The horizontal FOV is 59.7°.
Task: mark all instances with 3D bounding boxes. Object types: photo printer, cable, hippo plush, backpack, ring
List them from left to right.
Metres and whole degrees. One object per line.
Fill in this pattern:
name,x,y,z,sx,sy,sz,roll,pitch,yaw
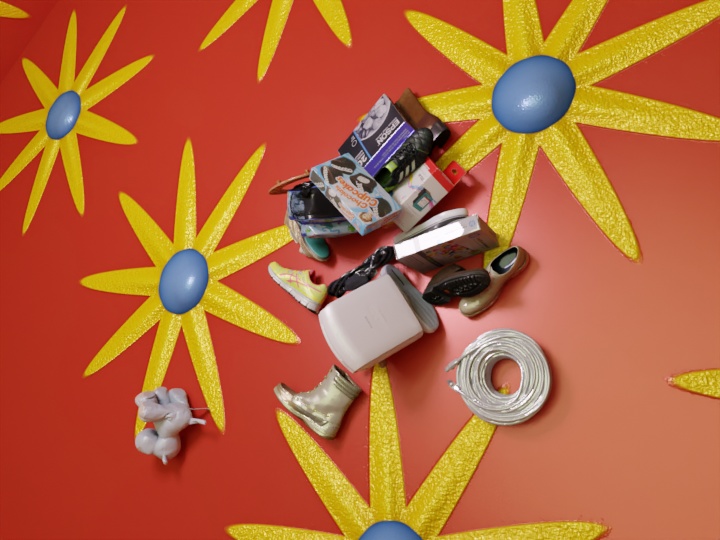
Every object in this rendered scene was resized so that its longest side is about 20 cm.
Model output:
hippo plush,-0.524,0.423,1.704,0.198,0.159,0.162,14,104,-10
ring,-0.144,-0.234,1.622,0.199,0.200,0.019,-16,90,24
backpack,-0.091,-0.156,1.568,0.200,0.181,0.149,-160,65,-64
cable,0.000,0.000,1.501,0.051,0.163,0.200,50,132,-5
photo printer,0.017,0.119,1.382,0.199,0.070,0.167,-26,76,-23
cable,0.303,0.225,1.320,0.200,0.069,0.200,-46,61,10

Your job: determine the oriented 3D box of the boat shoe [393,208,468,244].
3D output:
boat shoe,0.170,-0.082,1.481,0.199,0.070,0.067,-23,74,22

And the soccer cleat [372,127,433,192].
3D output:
soccer cleat,0.096,-0.255,1.482,0.068,0.081,0.200,47,110,9

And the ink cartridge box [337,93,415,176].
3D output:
ink cartridge box,0.042,-0.317,1.587,0.198,0.043,0.201,-47,45,20

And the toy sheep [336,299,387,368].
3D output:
toy sheep,0.002,0.146,1.478,0.138,0.138,0.201,-42,74,12

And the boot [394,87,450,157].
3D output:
boot,0.107,-0.345,1.590,0.189,0.068,0.200,-50,54,18

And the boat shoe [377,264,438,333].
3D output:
boat shoe,0.108,0.077,1.479,0.201,0.073,0.067,56,132,27

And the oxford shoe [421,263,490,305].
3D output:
oxford shoe,0.214,0.015,1.389,0.199,0.072,0.085,-17,43,54

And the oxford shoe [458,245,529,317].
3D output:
oxford shoe,0.284,0.019,1.384,0.200,0.074,0.071,-50,60,8

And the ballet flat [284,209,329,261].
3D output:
ballet flat,-0.145,-0.085,1.667,0.201,0.070,0.065,59,133,30

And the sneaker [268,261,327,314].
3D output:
sneaker,-0.158,0.027,1.633,0.199,0.078,0.091,36,87,26

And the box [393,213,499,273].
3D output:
box,0.195,-0.056,1.407,0.198,0.156,0.042,-21,69,22

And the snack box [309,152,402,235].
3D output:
snack box,-0.012,-0.177,1.431,0.200,0.116,0.037,48,145,20

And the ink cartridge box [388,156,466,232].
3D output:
ink cartridge box,0.147,-0.197,1.494,0.200,0.067,0.116,-44,24,12

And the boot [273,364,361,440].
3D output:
boot,-0.105,0.292,1.525,0.199,0.072,0.156,33,94,26
